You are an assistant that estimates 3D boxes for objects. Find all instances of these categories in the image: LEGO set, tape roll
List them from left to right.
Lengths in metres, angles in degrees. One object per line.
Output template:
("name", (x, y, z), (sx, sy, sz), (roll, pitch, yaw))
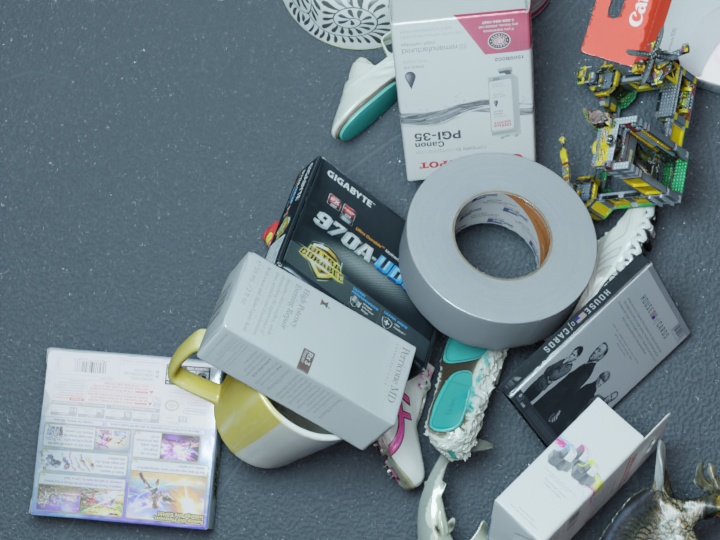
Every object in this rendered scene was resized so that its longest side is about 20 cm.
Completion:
("tape roll", (0.141, -0.021, 1.593), (0.199, 0.066, 0.202), (3, 62, -6))
("LEGO set", (0.267, -0.154, 1.612), (0.153, 0.116, 0.201), (9, 77, 49))

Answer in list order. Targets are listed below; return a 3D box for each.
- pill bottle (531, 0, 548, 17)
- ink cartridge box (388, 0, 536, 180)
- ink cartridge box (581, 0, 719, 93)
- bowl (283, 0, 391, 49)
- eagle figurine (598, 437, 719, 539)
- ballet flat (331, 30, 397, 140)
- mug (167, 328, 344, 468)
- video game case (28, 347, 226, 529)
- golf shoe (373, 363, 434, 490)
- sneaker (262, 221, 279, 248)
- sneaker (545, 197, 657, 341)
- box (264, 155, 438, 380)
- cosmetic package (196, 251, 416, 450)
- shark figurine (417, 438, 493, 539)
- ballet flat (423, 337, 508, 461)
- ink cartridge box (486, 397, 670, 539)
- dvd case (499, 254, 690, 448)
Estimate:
("pill bottle", (0.153, -0.351, 1.635), (0.112, 0.200, 0.114), (-2, 74, 6))
("ink cartridge box", (0.110, -0.201, 1.623), (0.145, 0.201, 0.083), (-5, 39, 4))
("ink cartridge box", (0.363, -0.290, 1.693), (0.199, 0.057, 0.164), (18, 84, 2))
("bowl", (-0.002, -0.355, 1.709), (0.199, 0.094, 0.202), (-1, 83, 5))
("eagle figurine", (0.300, 0.285, 1.557), (0.199, 0.151, 0.152), (-35, 108, -4))
("ballet flat", (0.032, -0.224, 1.704), (0.200, 0.069, 0.070), (-40, 81, -8))
("mug", (-0.092, 0.120, 1.610), (0.187, 0.153, 0.149), (48, 50, 1))
("video game case", (-0.251, 0.184, 1.680), (0.198, 0.045, 0.183), (4, 81, 6))
("golf shoe", (0.041, 0.133, 1.648), (0.091, 0.073, 0.201), (-18, 81, 1))
("sneaker", (-0.072, -0.012, 1.685), (0.084, 0.077, 0.201), (19, 74, 12))
("sneaker", (0.257, -0.001, 1.652), (0.081, 0.075, 0.201), (26, 84, 18))
("box", (0.000, 0.000, 1.603), (0.200, 0.046, 0.160), (37, 47, -19))
("cosmetic package", (-0.051, 0.080, 1.512), (0.199, 0.074, 0.102), (29, 50, -13))
("shark figurine", (0.080, 0.275, 1.627), (0.127, 0.089, 0.216), (-10, 89, -30))
("ballet flat", (0.116, 0.119, 1.635), (0.071, 0.072, 0.201), (19, 52, 7))
("ink cartridge box", (0.224, 0.211, 1.583), (0.200, 0.115, 0.068), (-41, 69, -20))
("dvd case", (0.248, 0.092, 1.604), (0.200, 0.150, 0.025), (-43, 49, -3))
